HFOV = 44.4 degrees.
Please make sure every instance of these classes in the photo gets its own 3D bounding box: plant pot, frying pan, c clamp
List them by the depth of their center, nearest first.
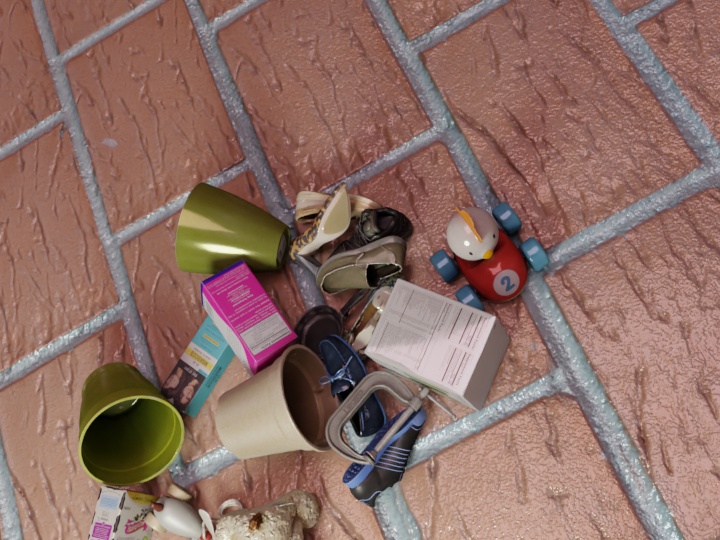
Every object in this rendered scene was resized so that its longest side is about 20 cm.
[{"bbox_3d":[0.042,0.267,1.567,0.200,0.027,0.171,-43,67,-11],"label":"c clamp"},{"bbox_3d":[-0.163,0.263,1.653,0.182,0.200,0.203,-22,64,24],"label":"plant pot"},{"bbox_3d":[-0.469,0.282,1.739,0.200,0.200,0.193,-45,37,0],"label":"plant pot"},{"bbox_3d":[-0.062,0.093,1.745,0.114,0.031,0.191,27,80,37],"label":"frying pan"},{"bbox_3d":[-0.251,-0.066,1.813,0.197,0.187,0.189,14,75,9],"label":"plant pot"}]

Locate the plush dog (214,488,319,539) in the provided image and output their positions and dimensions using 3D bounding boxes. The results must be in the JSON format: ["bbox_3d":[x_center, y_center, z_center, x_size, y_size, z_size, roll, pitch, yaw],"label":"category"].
[{"bbox_3d":[-0.156,0.505,1.568,0.198,0.160,0.174,-18,88,-2],"label":"plush dog"}]

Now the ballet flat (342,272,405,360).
[{"bbox_3d":[0.031,0.093,1.693,0.074,0.074,0.201,29,87,27],"label":"ballet flat"}]

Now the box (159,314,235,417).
[{"bbox_3d":[-0.322,0.190,1.802,0.082,0.049,0.201,29,82,27],"label":"box"}]

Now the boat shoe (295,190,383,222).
[{"bbox_3d":[-0.047,-0.117,1.804,0.198,0.074,0.070,6,76,31],"label":"boat shoe"}]

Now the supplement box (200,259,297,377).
[{"bbox_3d":[-0.220,0.098,1.730,0.103,0.102,0.201,-29,70,-22],"label":"supplement box"}]

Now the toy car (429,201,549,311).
[{"bbox_3d":[0.219,-0.043,1.603,0.184,0.200,0.178,-36,63,5],"label":"toy car"}]

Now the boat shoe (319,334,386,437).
[{"bbox_3d":[-0.022,0.212,1.635,0.068,0.084,0.201,-23,73,-38],"label":"boat shoe"}]

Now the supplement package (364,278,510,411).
[{"bbox_3d":[0.142,0.136,1.592,0.198,0.152,0.152,21,79,25],"label":"supplement package"}]

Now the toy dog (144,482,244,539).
[{"bbox_3d":[-0.326,0.479,1.662,0.197,0.096,0.134,10,76,17],"label":"toy dog"}]

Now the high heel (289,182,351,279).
[{"bbox_3d":[-0.089,-0.098,1.767,0.142,0.071,0.202,38,115,51],"label":"high heel"}]

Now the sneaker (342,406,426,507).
[{"bbox_3d":[0.057,0.336,1.602,0.200,0.078,0.070,-44,18,-12],"label":"sneaker"}]

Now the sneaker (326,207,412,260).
[{"bbox_3d":[0.001,-0.060,1.740,0.198,0.114,0.077,-30,62,11],"label":"sneaker"}]

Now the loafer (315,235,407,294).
[{"bbox_3d":[0.000,0.000,1.694,0.198,0.075,0.070,-26,48,22],"label":"loafer"}]

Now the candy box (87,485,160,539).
[{"bbox_3d":[-0.461,0.522,1.684,0.060,0.136,0.203,4,73,19],"label":"candy box"}]
